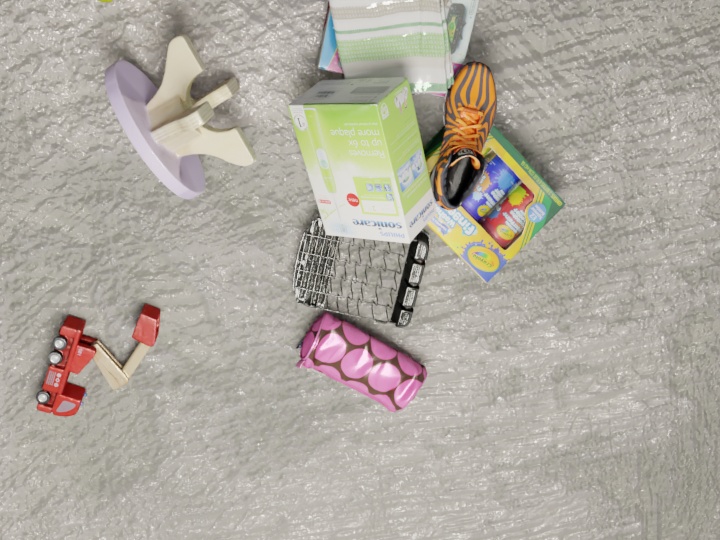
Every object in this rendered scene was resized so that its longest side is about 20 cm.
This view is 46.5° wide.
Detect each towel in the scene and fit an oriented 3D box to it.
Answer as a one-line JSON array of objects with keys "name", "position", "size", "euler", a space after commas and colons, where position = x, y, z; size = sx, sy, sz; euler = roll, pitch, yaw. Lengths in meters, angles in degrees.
[{"name": "towel", "position": [0.039, -0.304, 1.062], "size": [0.147, 0.031, 0.201], "euler": [-5, 140, 8]}]

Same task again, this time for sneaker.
[{"name": "sneaker", "position": [0.146, -0.176, 1.114], "size": [0.077, 0.112, 0.203], "euler": [8, 101, -4]}]

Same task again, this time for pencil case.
[{"name": "pencil case", "position": [0.002, 0.146, 1.283], "size": [0.199, 0.091, 0.094], "euler": [28, 72, -13]}]

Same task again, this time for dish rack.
[{"name": "dish rack", "position": [0.000, 0.000, 1.256], "size": [0.198, 0.055, 0.155], "euler": [12, 104, -8]}]

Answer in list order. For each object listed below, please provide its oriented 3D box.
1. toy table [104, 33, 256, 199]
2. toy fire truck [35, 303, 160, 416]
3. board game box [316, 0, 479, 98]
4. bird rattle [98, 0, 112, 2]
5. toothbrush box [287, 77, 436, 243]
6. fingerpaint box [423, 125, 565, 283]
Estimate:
[{"name": "toy table", "position": [-0.233, -0.205, 1.110], "size": [0.116, 0.185, 0.201], "euler": [-24, 121, 18]}, {"name": "toy fire truck", "position": [-0.390, 0.135, 1.251], "size": [0.140, 0.049, 0.202], "euler": [19, 104, -12]}, {"name": "board game box", "position": [0.049, -0.331, 1.156], "size": [0.198, 0.064, 0.149], "euler": [11, 106, -8]}, {"name": "bird rattle", "position": [-0.295, -0.414, 1.030], "size": [0.163, 0.199, 0.113], "euler": [-40, 113, -20]}, {"name": "toothbrush box", "position": [0.006, -0.148, 1.124], "size": [0.144, 0.086, 0.202], "euler": [8, 129, 34]}, {"name": "fingerpaint box", "position": [0.171, -0.112, 1.230], "size": [0.167, 0.073, 0.200], "euler": [-44, 106, 7]}]
